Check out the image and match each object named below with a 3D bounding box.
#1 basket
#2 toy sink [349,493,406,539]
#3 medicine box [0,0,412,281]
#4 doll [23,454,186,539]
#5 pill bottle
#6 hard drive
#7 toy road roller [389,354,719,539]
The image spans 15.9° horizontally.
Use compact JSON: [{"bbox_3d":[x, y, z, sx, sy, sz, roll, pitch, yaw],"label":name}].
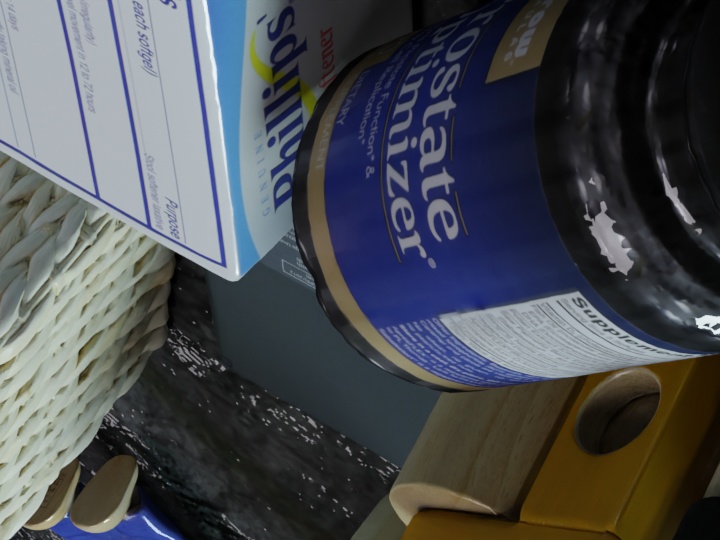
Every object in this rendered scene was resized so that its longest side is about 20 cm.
[{"bbox_3d":[-0.188,0.013,1.015,0.160,0.200,0.198,32,151,11],"label":"basket"},{"bbox_3d":[0.052,0.215,1.086,0.112,0.130,0.200,12,141,42],"label":"toy sink"},{"bbox_3d":[-0.092,-0.124,0.792,0.199,0.103,0.183,29,151,21],"label":"medicine box"},{"bbox_3d":[-0.090,0.166,1.281,0.136,0.049,0.200,-1,139,40],"label":"doll"},{"bbox_3d":[0.074,-0.029,0.712,0.112,0.112,0.200,49,151,-16],"label":"pill bottle"},{"bbox_3d":[0.000,0.000,0.936,0.139,0.033,0.200,28,150,22],"label":"hard drive"},{"bbox_3d":[0.122,0.081,0.813,0.200,0.123,0.146,3,146,49],"label":"toy road roller"}]
